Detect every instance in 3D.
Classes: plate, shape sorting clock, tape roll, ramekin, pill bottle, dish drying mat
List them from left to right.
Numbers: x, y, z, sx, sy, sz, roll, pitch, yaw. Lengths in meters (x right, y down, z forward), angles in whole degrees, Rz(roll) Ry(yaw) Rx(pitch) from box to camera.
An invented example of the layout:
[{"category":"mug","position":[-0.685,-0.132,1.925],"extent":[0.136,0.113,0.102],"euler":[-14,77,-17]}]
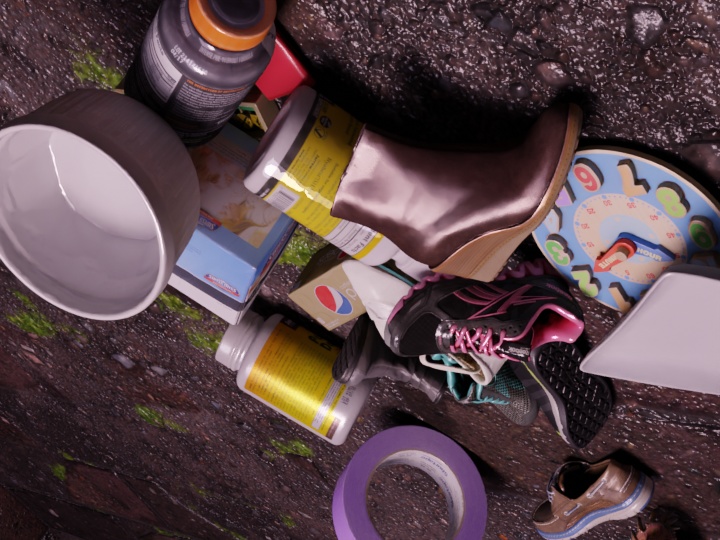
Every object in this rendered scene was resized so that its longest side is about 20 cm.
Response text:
[{"category":"ramekin","position":[-0.238,-0.067,1.033],"extent":[0.197,0.105,0.203],"euler":[13,129,17]},{"category":"pill bottle","position":[-0.138,-0.192,1.009],"extent":[0.106,0.107,0.200],"euler":[37,152,-10]},{"category":"dish drying mat","position":[-0.122,-0.241,1.049],"extent":[0.076,0.018,0.200],"euler":[-6,134,49]},{"category":"pill bottle","position":[-0.084,0.130,1.468],"extent":[0.198,0.110,0.110],"euler":[30,151,4]},{"category":"pill bottle","position":[-0.002,-0.075,1.076],"extent":[0.198,0.113,0.111],"euler":[32,151,-15]},{"category":"tape roll","position":[0.065,0.310,1.499],"extent":[0.198,0.202,0.066],"euler":[31,152,1]},{"category":"shape sorting clock","position":[0.235,-0.027,1.001],"extent":[0.197,0.040,0.201],"euler":[24,149,15]},{"category":"plate","position":[0.315,0.051,0.993],"extent":[0.196,0.033,0.200],"euler":[10,150,-8]}]

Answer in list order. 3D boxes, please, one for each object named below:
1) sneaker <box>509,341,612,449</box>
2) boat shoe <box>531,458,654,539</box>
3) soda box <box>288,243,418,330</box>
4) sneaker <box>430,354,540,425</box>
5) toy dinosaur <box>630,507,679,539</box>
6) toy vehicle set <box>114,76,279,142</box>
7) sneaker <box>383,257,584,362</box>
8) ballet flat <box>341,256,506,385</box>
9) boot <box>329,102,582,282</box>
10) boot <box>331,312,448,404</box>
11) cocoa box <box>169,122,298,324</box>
[{"category":"sneaker","position":[0.206,0.107,1.223],"extent":[0.083,0.071,0.201],"euler":[35,160,50]},{"category":"boat shoe","position":[0.267,0.268,1.388],"extent":[0.072,0.073,0.200],"euler":[42,140,-8]},{"category":"soda box","position":[0.000,0.000,1.242],"extent":[0.068,0.064,0.199],"euler":[40,150,-13]},{"category":"sneaker","position":[0.133,0.117,1.259],"extent":[0.077,0.092,0.201],"euler":[0,138,44]},{"category":"toy dinosaur","position":[0.367,0.353,1.403],"extent":[0.135,0.086,0.200],"euler":[43,167,2]},{"category":"toy vehicle set","position":[-0.158,-0.147,1.212],"extent":[0.197,0.027,0.125],"euler":[11,143,33]},{"category":"sneaker","position":[0.121,0.050,1.069],"extent":[0.096,0.197,0.080],"euler":[-117,19,-45]},{"category":"ballet flat","position":[0.062,0.055,1.137],"extent":[0.198,0.070,0.069],"euler":[28,152,-15]},{"category":"boot","position":[0.077,-0.084,0.960],"extent":[0.164,0.073,0.201],"euler":[24,128,-8]},{"category":"boot","position":[0.043,0.106,1.286],"extent":[0.131,0.070,0.200],"euler":[32,-165,0]},{"category":"cocoa box","position":[-0.168,-0.069,1.171],"extent":[0.198,0.134,0.132],"euler":[32,148,1]}]
